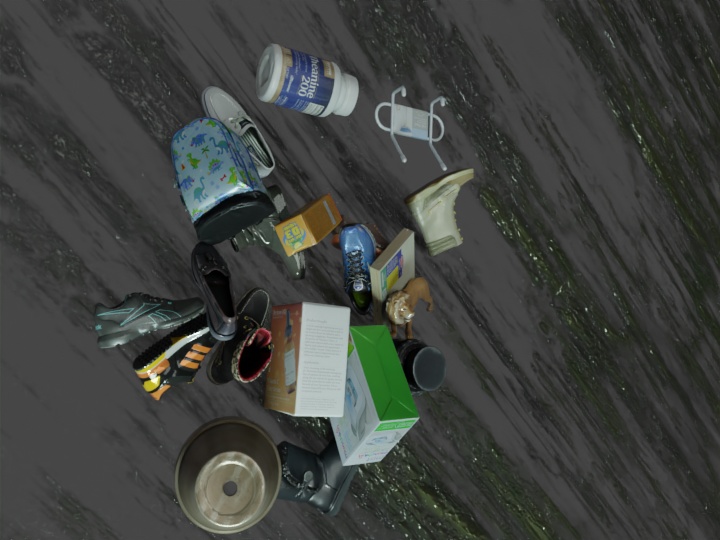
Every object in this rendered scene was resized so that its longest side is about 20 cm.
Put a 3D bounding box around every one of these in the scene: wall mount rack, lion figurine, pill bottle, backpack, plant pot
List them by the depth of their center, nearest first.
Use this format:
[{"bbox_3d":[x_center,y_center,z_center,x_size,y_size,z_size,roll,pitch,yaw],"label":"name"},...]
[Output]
[{"bbox_3d":[-0.227,0.362,1.171,0.194,0.173,0.206,1,83,-11],"label":"plant pot"},{"bbox_3d":[-0.263,-0.178,1.239,0.153,0.160,0.205,38,33,-59],"label":"backpack"},{"bbox_3d":[-0.106,-0.379,1.385,0.195,0.110,0.115,8,81,-30],"label":"pill bottle"},{"bbox_3d":[0.085,0.197,1.393,0.109,0.198,0.116,3,84,-31],"label":"pill bottle"},{"bbox_3d":[0.104,0.063,1.432,0.201,0.070,0.126,-54,147,-53],"label":"lion figurine"},{"bbox_3d":[0.129,-0.317,1.545,0.195,0.074,0.179,5,83,-30],"label":"wall mount rack"}]

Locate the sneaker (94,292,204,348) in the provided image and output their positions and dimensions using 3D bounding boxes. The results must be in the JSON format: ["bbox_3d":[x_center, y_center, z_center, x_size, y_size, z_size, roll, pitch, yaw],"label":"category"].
[{"bbox_3d":[-0.370,0.072,1.199,0.196,0.075,0.081,-18,92,-32],"label":"sneaker"}]

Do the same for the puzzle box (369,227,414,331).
[{"bbox_3d":[0.070,0.027,1.427,0.133,0.025,0.203,-47,147,-34],"label":"puzzle box"}]

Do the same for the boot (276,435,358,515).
[{"bbox_3d":[-0.087,0.367,1.342,0.166,0.076,0.205,29,77,-30],"label":"boot"}]

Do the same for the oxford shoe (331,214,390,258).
[{"bbox_3d":[0.033,-0.063,1.465,0.196,0.071,0.075,19,71,-28],"label":"oxford shoe"}]

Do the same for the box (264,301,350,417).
[{"bbox_3d":[-0.104,0.170,1.307,0.104,0.151,0.206,8,80,-29],"label":"box"}]

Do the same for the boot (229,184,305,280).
[{"bbox_3d":[-0.194,-0.060,1.336,0.128,0.067,0.205,-21,91,-24],"label":"boot"}]

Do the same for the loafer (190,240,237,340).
[{"bbox_3d":[-0.258,0.024,1.233,0.070,0.063,0.204,-4,59,-30],"label":"loafer"}]

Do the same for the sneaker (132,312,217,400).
[{"bbox_3d":[-0.312,0.154,1.239,0.198,0.069,0.092,-34,118,-30],"label":"sneaker"}]

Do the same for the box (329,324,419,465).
[{"bbox_3d":[0.011,0.240,1.314,0.094,0.178,0.204,2,52,-30],"label":"box"}]

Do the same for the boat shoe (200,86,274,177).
[{"bbox_3d":[-0.230,-0.277,1.324,0.074,0.066,0.201,-47,109,-26],"label":"boat shoe"}]

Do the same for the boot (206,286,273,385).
[{"bbox_3d":[-0.202,0.119,1.252,0.073,0.149,0.203,38,68,-22],"label":"boot"}]

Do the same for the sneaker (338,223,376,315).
[{"bbox_3d":[0.000,0.000,1.384,0.076,0.090,0.205,-9,117,7],"label":"sneaker"}]

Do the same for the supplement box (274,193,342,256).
[{"bbox_3d":[-0.098,-0.092,1.324,0.070,0.065,0.200,64,19,-12],"label":"supplement box"}]

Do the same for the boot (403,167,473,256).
[{"bbox_3d":[0.206,-0.138,1.578,0.197,0.072,0.158,-30,100,-25],"label":"boot"}]
